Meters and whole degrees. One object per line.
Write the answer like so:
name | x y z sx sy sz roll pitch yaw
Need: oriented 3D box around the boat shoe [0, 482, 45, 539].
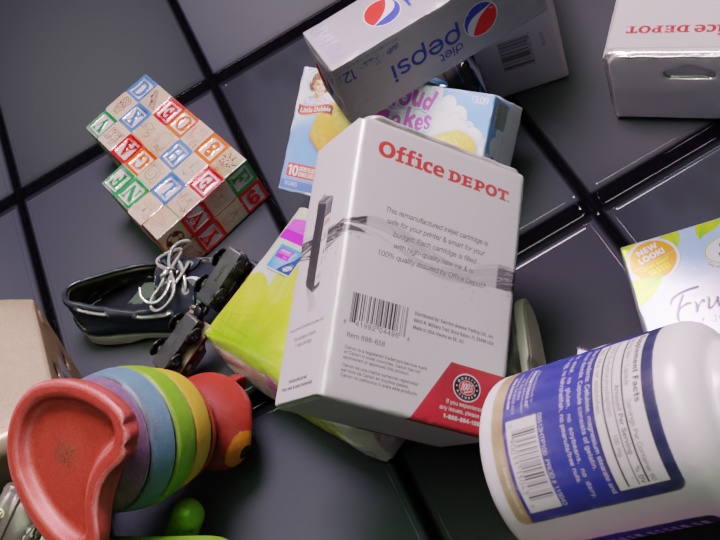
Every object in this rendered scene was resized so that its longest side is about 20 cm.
boat shoe | -0.288 0.249 0.817 0.060 0.072 0.203 33 108 -2

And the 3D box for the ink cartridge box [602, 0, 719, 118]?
ink cartridge box | 0.306 -0.235 0.935 0.144 0.085 0.202 5 58 25

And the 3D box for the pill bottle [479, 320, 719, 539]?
pill bottle | 0.185 0.099 0.658 0.198 0.119 0.121 -23 48 35

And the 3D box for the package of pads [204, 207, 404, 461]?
package of pads | -0.017 0.050 0.885 0.198 0.068 0.155 24 69 34

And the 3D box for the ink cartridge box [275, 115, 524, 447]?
ink cartridge box | 0.032 0.012 0.764 0.084 0.143 0.203 -23 54 60

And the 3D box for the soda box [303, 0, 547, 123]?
soda box | 0.055 -0.210 0.892 0.198 0.069 0.064 -32 51 -4

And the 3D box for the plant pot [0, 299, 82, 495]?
plant pot | -0.318 0.142 0.880 0.175 0.201 0.201 -22 51 -7

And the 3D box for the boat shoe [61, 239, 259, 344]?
boat shoe | -0.180 0.018 0.979 0.197 0.062 0.076 -7 53 18

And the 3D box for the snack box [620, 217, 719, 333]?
snack box | 0.293 0.054 0.754 0.166 0.068 0.202 -18 51 12

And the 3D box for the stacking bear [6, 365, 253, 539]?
stacking bear | -0.156 0.125 0.811 0.113 0.199 0.123 27 106 28

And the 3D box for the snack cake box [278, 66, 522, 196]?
snack cake box | 0.033 -0.108 0.944 0.198 0.067 0.117 14 95 30

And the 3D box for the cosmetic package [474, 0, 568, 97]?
cosmetic package | 0.132 -0.279 1.024 0.084 0.108 0.202 -16 54 11

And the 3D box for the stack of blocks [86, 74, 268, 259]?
stack of blocks | -0.198 -0.102 1.070 0.115 0.059 0.200 -42 52 -9

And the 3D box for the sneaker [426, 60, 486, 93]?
sneaker | 0.055 -0.208 1.029 0.081 0.073 0.201 -30 49 11

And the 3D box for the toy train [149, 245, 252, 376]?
toy train | -0.157 0.069 0.925 0.034 0.046 0.201 33 89 25

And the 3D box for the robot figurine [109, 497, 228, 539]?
robot figurine | -0.153 0.254 0.772 0.197 0.117 0.176 -5 29 21

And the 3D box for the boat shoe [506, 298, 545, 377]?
boat shoe | 0.112 0.118 0.786 0.056 0.067 0.203 -16 57 23
